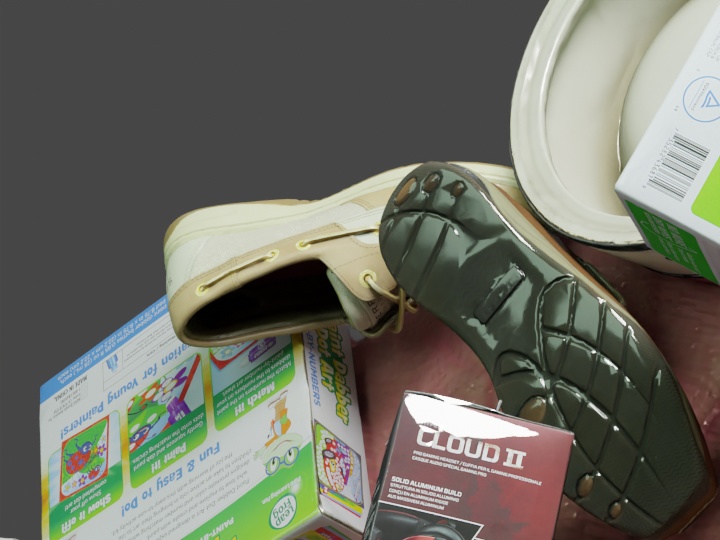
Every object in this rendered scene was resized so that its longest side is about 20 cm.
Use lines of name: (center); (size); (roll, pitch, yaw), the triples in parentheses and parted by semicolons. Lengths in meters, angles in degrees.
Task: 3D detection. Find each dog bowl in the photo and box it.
dog bowl: (0.164, -0.084, 1.006); (0.200, 0.074, 0.201); (-29, 45, 32)

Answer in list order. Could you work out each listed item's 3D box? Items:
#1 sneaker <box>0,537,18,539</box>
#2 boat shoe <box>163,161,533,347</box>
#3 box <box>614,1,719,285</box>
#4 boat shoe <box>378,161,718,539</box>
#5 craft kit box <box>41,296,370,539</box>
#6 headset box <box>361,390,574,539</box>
sneaker: (-0.203, 0.234, 1.204); (0.079, 0.130, 0.200); (-1, 99, 16)
boat shoe: (0.000, 0.000, 1.097); (0.199, 0.074, 0.067); (-11, 51, 16)
box: (0.223, -0.066, 0.844); (0.176, 0.097, 0.201); (28, 86, 19)
boat shoe: (0.091, 0.029, 0.995); (0.076, 0.074, 0.200); (-46, 63, 20)
craft kit box: (-0.086, 0.098, 1.174); (0.200, 0.048, 0.198); (-35, 40, 28)
headset box: (0.028, 0.151, 0.924); (0.149, 0.075, 0.201); (100, -176, -68)
